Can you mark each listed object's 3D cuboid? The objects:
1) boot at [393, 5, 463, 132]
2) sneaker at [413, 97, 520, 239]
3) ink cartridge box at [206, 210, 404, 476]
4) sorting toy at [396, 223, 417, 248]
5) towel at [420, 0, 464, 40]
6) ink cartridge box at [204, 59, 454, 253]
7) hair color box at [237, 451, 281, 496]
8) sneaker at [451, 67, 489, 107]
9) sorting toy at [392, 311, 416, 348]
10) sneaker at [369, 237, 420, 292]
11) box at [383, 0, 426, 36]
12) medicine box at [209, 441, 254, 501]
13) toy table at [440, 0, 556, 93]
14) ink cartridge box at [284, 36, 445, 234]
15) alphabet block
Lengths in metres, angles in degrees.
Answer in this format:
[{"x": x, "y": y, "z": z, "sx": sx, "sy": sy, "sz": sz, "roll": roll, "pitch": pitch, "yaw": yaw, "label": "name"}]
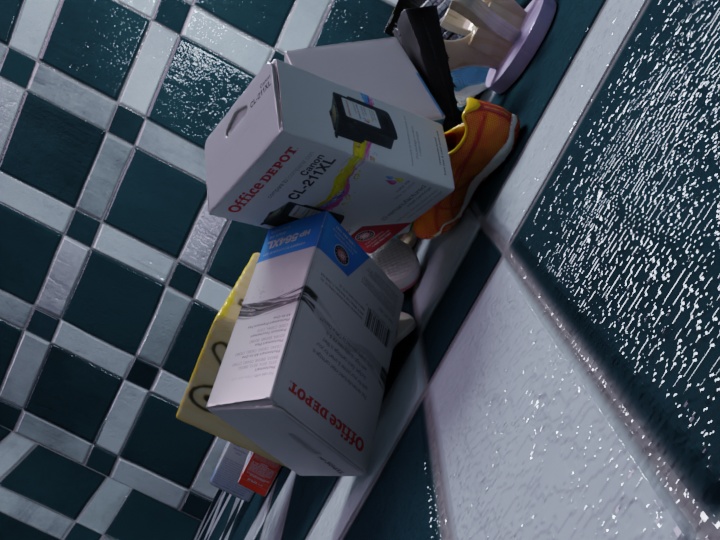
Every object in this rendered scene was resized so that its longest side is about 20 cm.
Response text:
[{"x": 0.077, "y": -0.204, "z": 0.899, "sx": 0.065, "sy": 0.201, "sz": 0.165, "roll": -17, "pitch": -3, "yaw": -22, "label": "boot"}, {"x": 0.098, "y": -0.110, "z": 0.778, "sx": 0.200, "sy": 0.077, "sz": 0.073, "roll": 119, "pitch": 173, "yaw": -48, "label": "sneaker"}, {"x": -0.043, "y": 0.071, "z": 0.673, "sx": 0.084, "sy": 0.146, "sz": 0.201, "roll": -12, "pitch": 47, "yaw": 34, "label": "ink cartridge box"}, {"x": 0.094, "y": -0.122, "z": 1.120, "sx": 0.201, "sy": 0.036, "sz": 0.185, "roll": -63, "pitch": 5, "yaw": 4, "label": "sorting toy"}, {"x": 0.162, "y": -0.404, "z": 1.212, "sx": 0.200, "sy": 0.086, "sz": 0.165, "roll": -41, "pitch": -13, "yaw": 11, "label": "towel"}, {"x": -0.033, "y": -0.100, "z": 0.699, "sx": 0.146, "sy": 0.199, "sz": 0.083, "roll": -36, "pitch": 52, "yaw": 44, "label": "ink cartridge box"}, {"x": -0.155, "y": 0.307, "z": 1.349, "sx": 0.201, "sy": 0.064, "sz": 0.111, "roll": -61, "pitch": 4, "yaw": 9, "label": "hair color box"}, {"x": 0.162, "y": -0.295, "z": 1.121, "sx": 0.081, "sy": 0.076, "sz": 0.200, "roll": -58, "pitch": -3, "yaw": 28, "label": "sneaker"}, {"x": -0.009, "y": 0.107, "z": 0.799, "sx": 0.180, "sy": 0.107, "sz": 0.201, "roll": -6, "pitch": 56, "yaw": 62, "label": "sorting toy"}, {"x": 0.029, "y": 0.016, "z": 0.956, "sx": 0.075, "sy": 0.105, "sz": 0.200, "roll": -43, "pitch": 28, "yaw": -20, "label": "sneaker"}, {"x": 0.164, "y": -0.499, "z": 1.431, "sx": 0.050, "sy": 0.199, "sz": 0.160, "roll": -67, "pitch": 6, "yaw": -27, "label": "box"}, {"x": -0.246, "y": 0.390, "z": 1.647, "sx": 0.201, "sy": 0.102, "sz": 0.182, "roll": -63, "pitch": 5, "yaw": 8, "label": "medicine box"}, {"x": 0.166, "y": -0.317, "z": 0.932, "sx": 0.185, "sy": 0.117, "sz": 0.200, "roll": -63, "pitch": 4, "yaw": -3, "label": "toy table"}, {"x": -0.010, "y": -0.149, "z": 0.873, "sx": 0.201, "sy": 0.145, "sz": 0.147, "roll": 103, "pitch": 148, "yaw": -52, "label": "ink cartridge box"}, {"x": -0.115, "y": 0.127, "z": 1.010, "sx": 0.196, "sy": 0.199, "sz": 0.197, "roll": -62, "pitch": 5, "yaw": 28, "label": "alphabet block"}]
